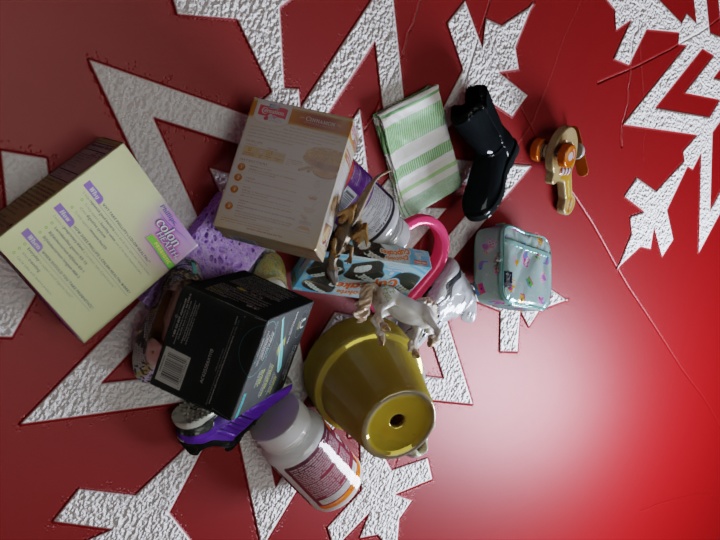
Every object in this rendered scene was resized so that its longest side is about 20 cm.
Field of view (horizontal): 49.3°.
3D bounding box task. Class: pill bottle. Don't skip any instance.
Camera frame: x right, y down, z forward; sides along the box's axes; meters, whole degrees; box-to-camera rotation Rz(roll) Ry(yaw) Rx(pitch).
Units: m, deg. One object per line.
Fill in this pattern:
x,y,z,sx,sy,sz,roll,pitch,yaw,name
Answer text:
-0.090,0.302,1.307,0.114,0.114,0.200,-47,125,-18,pill bottle
-0.009,-0.100,1.261,0.200,0.111,0.112,41,77,-37,pill bottle

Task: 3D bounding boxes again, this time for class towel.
0.105,-0.207,1.374,0.152,0.023,0.200,-33,120,-27,towel

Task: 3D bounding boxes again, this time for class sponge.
-0.229,-0.007,1.171,0.112,0.030,0.200,45,75,-36,sponge

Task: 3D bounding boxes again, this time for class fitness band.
0.075,-0.011,1.387,0.200,0.037,0.144,-49,129,-8,fitness band

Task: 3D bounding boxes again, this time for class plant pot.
0.028,0.201,1.290,0.200,0.189,0.201,-9,116,-19,plant pot

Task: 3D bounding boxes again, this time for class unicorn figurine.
0.079,0.077,1.275,0.074,0.137,0.200,-35,122,29,unicorn figurine

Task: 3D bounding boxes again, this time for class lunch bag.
0.297,-0.005,1.512,0.200,0.077,0.161,13,79,-48,lunch bag

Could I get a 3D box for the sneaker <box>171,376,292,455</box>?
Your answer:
-0.198,0.229,1.242,0.200,0.070,0.100,-20,121,-27,sneaker

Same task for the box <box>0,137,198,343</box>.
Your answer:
-0.352,-0.043,1.027,0.200,0.097,0.176,-44,124,-19,box

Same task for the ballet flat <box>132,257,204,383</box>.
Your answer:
-0.270,0.081,1.104,0.072,0.072,0.201,12,106,-39,ballet flat

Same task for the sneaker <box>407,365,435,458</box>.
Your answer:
0.102,0.258,1.456,0.081,0.088,0.200,-11,108,-35,sneaker

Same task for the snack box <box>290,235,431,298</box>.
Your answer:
0.000,0.000,1.269,0.200,0.116,0.037,8,55,-24,snack box

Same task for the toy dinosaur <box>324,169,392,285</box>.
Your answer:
-0.012,-0.076,1.156,0.060,0.106,0.200,28,89,-11,toy dinosaur

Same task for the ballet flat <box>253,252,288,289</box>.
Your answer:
-0.148,0.073,1.232,0.071,0.071,0.200,16,92,-39,ballet flat

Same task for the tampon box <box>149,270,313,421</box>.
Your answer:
-0.172,0.097,1.098,0.200,0.126,0.150,-18,130,-75,tampon box

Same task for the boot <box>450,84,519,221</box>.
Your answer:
0.204,-0.212,1.404,0.168,0.076,0.200,46,61,-39,boot

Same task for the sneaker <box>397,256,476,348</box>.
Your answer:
0.148,0.084,1.452,0.115,0.075,0.200,38,76,-35,sneaker

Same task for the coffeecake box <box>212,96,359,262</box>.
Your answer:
-0.103,-0.131,1.129,0.073,0.153,0.200,64,41,-76,coffeecake box

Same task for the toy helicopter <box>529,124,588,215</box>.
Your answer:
0.417,-0.204,1.594,0.132,0.079,0.200,-43,135,-31,toy helicopter
